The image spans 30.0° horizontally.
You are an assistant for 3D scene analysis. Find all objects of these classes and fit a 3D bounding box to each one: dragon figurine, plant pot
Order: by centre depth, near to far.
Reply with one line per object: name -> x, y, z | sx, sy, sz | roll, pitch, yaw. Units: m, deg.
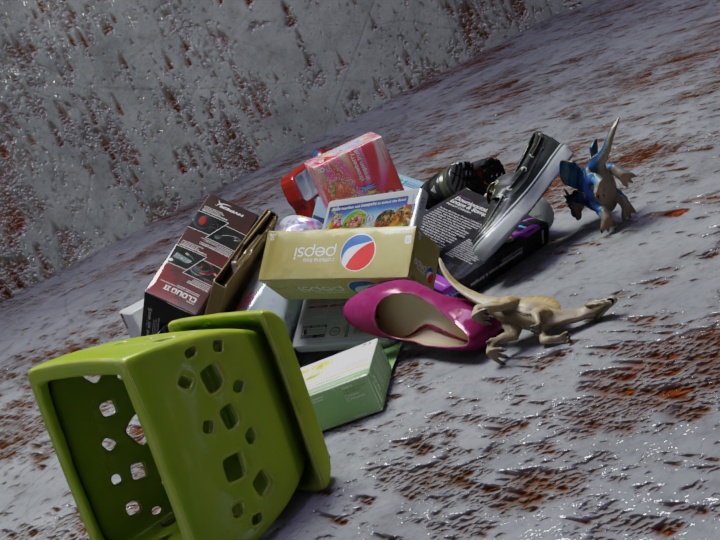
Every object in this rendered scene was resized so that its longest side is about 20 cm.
plant pot -> -0.150, 0.141, 1.198 | 0.181, 0.201, 0.199 | -24, 9, -37
dragon figurine -> 0.273, -0.113, 1.583 | 0.059, 0.200, 0.099 | -32, 49, -9

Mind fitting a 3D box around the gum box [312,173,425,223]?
gum box -> 0.040, -0.090, 1.943 | 0.169, 0.045, 0.200 | 20, 24, 9

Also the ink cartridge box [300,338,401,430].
ink cartridge box -> -0.037, 0.116, 1.427 | 0.145, 0.048, 0.200 | -21, 14, 13

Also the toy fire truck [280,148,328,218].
toy fire truck -> -0.042, -0.099, 2.065 | 0.112, 0.168, 0.200 | -17, 14, 28

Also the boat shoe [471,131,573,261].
boat shoe -> 0.182, -0.090, 1.601 | 0.200, 0.057, 0.069 | -49, -7, -32

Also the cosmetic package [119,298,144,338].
cosmetic package -> -0.231, 0.058, 1.927 | 0.200, 0.102, 0.074 | -31, 12, -24

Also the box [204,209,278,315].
box -> -0.163, 0.042, 1.676 | 0.164, 0.021, 0.200 | -59, -7, -49

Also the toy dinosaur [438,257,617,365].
toy dinosaur -> 0.149, 0.043, 1.326 | 0.199, 0.058, 0.101 | 11, 29, 28

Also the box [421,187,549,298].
box -> 0.113, -0.026, 1.641 | 0.200, 0.036, 0.143 | -32, 41, -30

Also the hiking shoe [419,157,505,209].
hiking shoe -> 0.141, -0.113, 1.892 | 0.100, 0.076, 0.200 | -16, -10, 30

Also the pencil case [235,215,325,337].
pencil case -> -0.098, 0.027, 1.655 | 0.091, 0.083, 0.200 | 108, -174, -58

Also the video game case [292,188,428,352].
video game case -> 0.000, 0.000, 1.595 | 0.143, 0.018, 0.201 | -6, 59, 37

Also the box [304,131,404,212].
box -> 0.015, -0.067, 1.739 | 0.102, 0.201, 0.095 | -24, 11, -3

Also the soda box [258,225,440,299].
soda box -> -0.014, -0.007, 1.537 | 0.199, 0.064, 0.068 | -2, -23, 29

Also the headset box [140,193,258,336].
headset box -> -0.209, 0.027, 1.698 | 0.149, 0.075, 0.200 | 106, -171, -52

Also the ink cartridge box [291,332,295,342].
ink cartridge box -> -0.084, 0.035, 1.812 | 0.117, 0.068, 0.200 | -26, 13, -5

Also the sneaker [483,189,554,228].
sneaker -> 0.202, -0.081, 1.750 | 0.082, 0.077, 0.200 | -23, 11, -24

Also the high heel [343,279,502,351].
high heel -> 0.054, 0.055, 1.414 | 0.199, 0.068, 0.096 | 8, 17, 29
